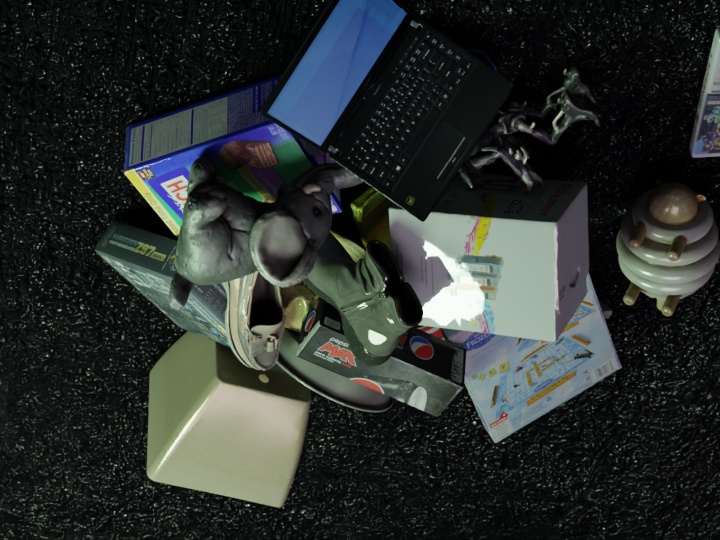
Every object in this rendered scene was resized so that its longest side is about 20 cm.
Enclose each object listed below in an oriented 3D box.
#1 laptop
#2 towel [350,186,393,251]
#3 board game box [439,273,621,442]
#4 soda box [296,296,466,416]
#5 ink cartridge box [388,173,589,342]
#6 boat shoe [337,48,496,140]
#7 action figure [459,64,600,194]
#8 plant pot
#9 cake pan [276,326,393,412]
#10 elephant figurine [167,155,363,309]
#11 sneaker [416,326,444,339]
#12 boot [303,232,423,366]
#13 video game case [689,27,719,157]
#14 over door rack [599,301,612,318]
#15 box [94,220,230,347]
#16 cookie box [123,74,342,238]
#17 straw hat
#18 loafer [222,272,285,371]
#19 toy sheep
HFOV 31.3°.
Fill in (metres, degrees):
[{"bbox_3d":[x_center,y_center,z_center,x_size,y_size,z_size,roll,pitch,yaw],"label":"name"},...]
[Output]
[{"bbox_3d":[0.031,-0.177,1.324,0.199,0.103,0.178,35,97,2],"label":"laptop"},{"bbox_3d":[0.043,-0.039,1.588,0.086,0.018,0.201,-40,143,-17],"label":"towel"},{"bbox_3d":[0.220,0.097,1.650,0.199,0.041,0.201,-29,126,-5],"label":"board game box"},{"bbox_3d":[0.026,0.100,1.550,0.198,0.064,0.071,24,132,-15],"label":"soda box"},{"bbox_3d":[0.151,-0.021,1.472,0.198,0.145,0.146,7,114,22],"label":"ink cartridge box"},{"bbox_3d":[0.055,-0.178,1.416,0.199,0.069,0.084,-29,134,28],"label":"boat shoe"},{"bbox_3d":[0.171,-0.141,1.433,0.199,0.120,0.102,-26,129,18],"label":"action figure"},{"bbox_3d":[-0.166,0.170,1.743,0.198,0.201,0.178,15,128,-20],"label":"plant pot"},{"bbox_3d":[-0.036,0.112,1.682,0.199,0.201,0.037,22,107,-27],"label":"cake pan"},{"bbox_3d":[-0.094,-0.044,1.393,0.198,0.142,0.156,10,134,-10],"label":"elephant figurine"},{"bbox_3d":[0.061,0.097,1.747,0.199,0.072,0.112,-33,136,22],"label":"sneaker"},{"bbox_3d":[0.000,0.000,1.461,0.067,0.201,0.131,-23,160,-32],"label":"boot"},{"bbox_3d":[0.483,-0.202,1.446,0.197,0.023,0.183,-3,140,0],"label":"video game case"},{"bbox_3d":[0.214,0.083,1.706,0.198,0.067,0.149,14,113,-30],"label":"over door rack"},{"bbox_3d":[-0.214,0.024,1.595,0.157,0.051,0.200,18,159,39],"label":"box"},{"bbox_3d":[-0.144,-0.115,1.478,0.198,0.076,0.172,-16,140,17],"label":"cookie box"},{"bbox_3d":[-0.070,0.034,1.607,0.199,0.086,0.202,16,147,11],"label":"straw hat"},{"bbox_3d":[-0.121,0.045,1.528,0.062,0.072,0.202,23,136,34],"label":"loafer"},{"bbox_3d":[0.373,-0.025,1.567,0.136,0.139,0.201,-2,134,-1],"label":"toy sheep"}]
